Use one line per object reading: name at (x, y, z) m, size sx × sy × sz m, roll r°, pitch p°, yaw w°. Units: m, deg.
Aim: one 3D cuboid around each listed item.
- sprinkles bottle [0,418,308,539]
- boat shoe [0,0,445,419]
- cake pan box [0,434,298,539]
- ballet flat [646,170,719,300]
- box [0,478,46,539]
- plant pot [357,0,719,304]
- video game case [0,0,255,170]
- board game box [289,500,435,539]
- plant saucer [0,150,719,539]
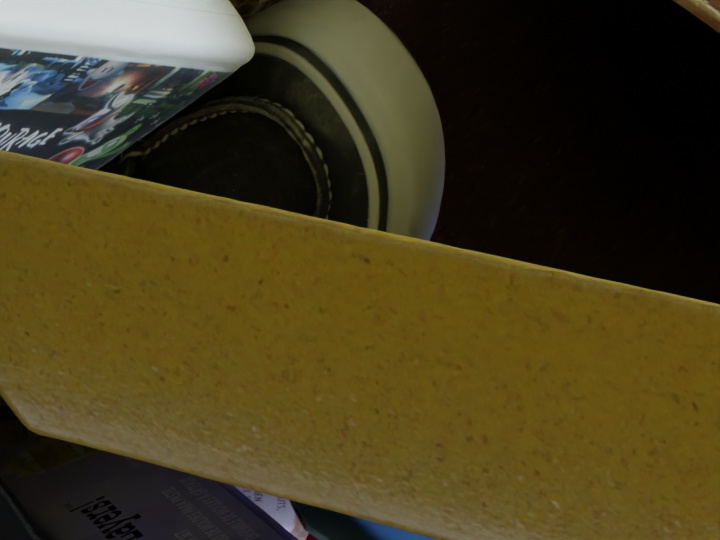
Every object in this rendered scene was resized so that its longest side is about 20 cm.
sprinkles bottle at (-0.054, 0.064, 0.843) m, size 0.200 × 0.068 × 0.068 m, roll 2°, pitch 157°, yaw -25°
boat shoe at (-0.046, -0.001, 0.732) m, size 0.071 × 0.072 × 0.200 m, roll -31°, pitch 175°, yaw -32°
cake pan box at (-0.023, 0.144, 0.730) m, size 0.052 × 0.200 × 0.184 m, roll -22°, pitch -163°, yaw -12°
ballet flat at (0.113, 0.021, 0.807) m, size 0.067 × 0.200 × 0.067 m, roll -35°, pitch 143°, yaw -38°
box at (-0.155, 0.157, 0.725) m, size 0.198 × 0.123 × 0.200 m, roll -23°, pitch 128°, yaw -16°
plant pot at (0.119, -0.054, 0.736) m, size 0.200 × 0.187 × 0.187 m, roll -41°, pitch 178°, yaw -32°
video game case at (-0.129, -0.005, 0.587) m, size 0.182 × 0.023 × 0.200 m, roll -34°, pitch 171°, yaw 16°
board game box at (0.037, 0.086, 0.714) m, size 0.039 × 0.158 × 0.200 m, roll -64°, pitch -163°, yaw 8°
plant saucer at (0.033, 0.031, 0.570) m, size 0.200 × 0.049 × 0.200 m, roll 12°, pitch 177°, yaw 29°
